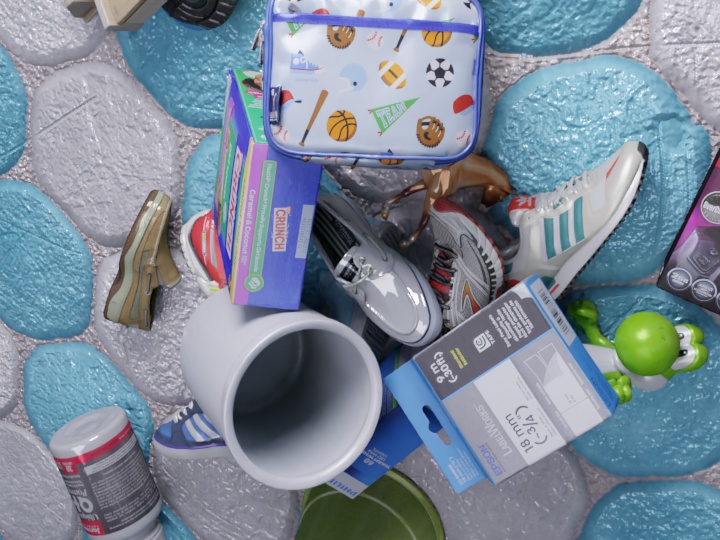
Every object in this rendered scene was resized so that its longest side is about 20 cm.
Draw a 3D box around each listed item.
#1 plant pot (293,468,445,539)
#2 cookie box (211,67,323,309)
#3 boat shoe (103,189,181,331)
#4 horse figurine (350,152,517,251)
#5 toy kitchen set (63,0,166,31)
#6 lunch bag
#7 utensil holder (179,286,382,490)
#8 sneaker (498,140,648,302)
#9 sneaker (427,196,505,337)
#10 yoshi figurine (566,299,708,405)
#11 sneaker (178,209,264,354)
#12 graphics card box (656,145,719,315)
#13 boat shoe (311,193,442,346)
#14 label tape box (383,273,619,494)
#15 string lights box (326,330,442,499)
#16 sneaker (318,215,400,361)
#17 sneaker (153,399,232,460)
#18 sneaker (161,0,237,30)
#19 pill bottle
[{"bbox_3d":[-0.018,0.365,1.136,0.196,0.190,0.204,9,116,19],"label":"plant pot"},{"bbox_3d":[-0.099,-0.087,0.966,0.074,0.201,0.174,3,119,-17],"label":"cookie box"},{"bbox_3d":[-0.251,-0.008,1.157,0.075,0.072,0.202,24,128,-4],"label":"boat shoe"},{"bbox_3d":[0.051,-0.120,0.971,0.132,0.050,0.201,-36,89,21],"label":"horse figurine"},{"bbox_3d":[-0.324,-0.331,0.954,0.162,0.179,0.203,-25,84,43],"label":"toy kitchen set"},{"bbox_3d":[0.006,-0.170,0.808,0.196,0.076,0.164,4,93,-2],"label":"lunch bag"},{"bbox_3d":[-0.093,0.110,1.003,0.199,0.168,0.173,26,133,61],"label":"utensil holder"},{"bbox_3d":[0.195,-0.054,0.925,0.093,0.071,0.201,33,124,1],"label":"sneaker"},{"bbox_3d":[0.099,0.018,0.956,0.078,0.081,0.202,46,158,52],"label":"sneaker"},{"bbox_3d":[0.240,0.089,0.951,0.197,0.112,0.114,-21,96,27],"label":"yoshi figurine"},{"bbox_3d":[-0.134,0.020,1.107,0.084,0.077,0.202,-26,103,21],"label":"sneaker"},{"bbox_3d":[0.366,-0.051,0.864,0.124,0.051,0.203,25,121,12],"label":"graphics card box"},{"bbox_3d":[0.000,0.000,0.953,0.200,0.066,0.074,48,116,30],"label":"boat shoe"},{"bbox_3d":[0.123,0.121,0.910,0.199,0.063,0.145,-37,85,23],"label":"label tape box"},{"bbox_3d":[0.033,0.157,1.067,0.058,0.104,0.200,32,125,-19],"label":"string lights box"},{"bbox_3d":[-0.009,0.032,1.061,0.081,0.073,0.204,21,110,30],"label":"sneaker"},{"bbox_3d":[-0.186,0.155,1.191,0.197,0.080,0.149,-4,102,29],"label":"sneaker"},{"bbox_3d":[-0.139,-0.318,0.967,0.073,0.083,0.199,31,145,-24],"label":"sneaker"},{"bbox_3d":[-0.336,0.298,1.295,0.109,0.111,0.203,-10,107,27],"label":"pill bottle"}]
